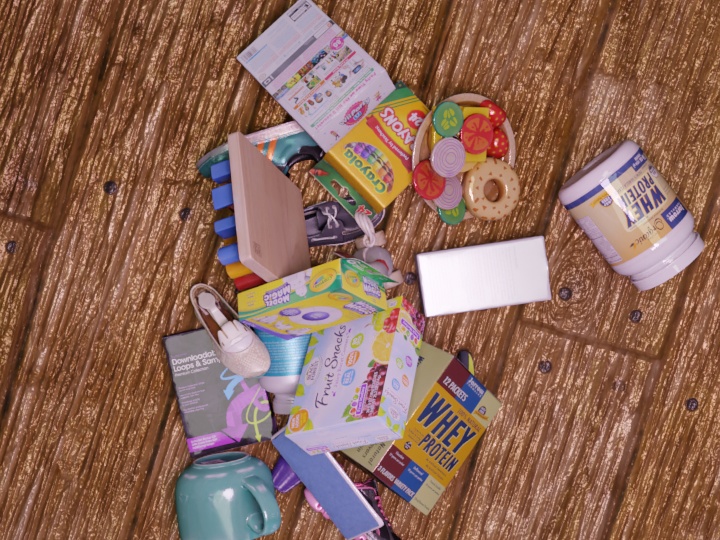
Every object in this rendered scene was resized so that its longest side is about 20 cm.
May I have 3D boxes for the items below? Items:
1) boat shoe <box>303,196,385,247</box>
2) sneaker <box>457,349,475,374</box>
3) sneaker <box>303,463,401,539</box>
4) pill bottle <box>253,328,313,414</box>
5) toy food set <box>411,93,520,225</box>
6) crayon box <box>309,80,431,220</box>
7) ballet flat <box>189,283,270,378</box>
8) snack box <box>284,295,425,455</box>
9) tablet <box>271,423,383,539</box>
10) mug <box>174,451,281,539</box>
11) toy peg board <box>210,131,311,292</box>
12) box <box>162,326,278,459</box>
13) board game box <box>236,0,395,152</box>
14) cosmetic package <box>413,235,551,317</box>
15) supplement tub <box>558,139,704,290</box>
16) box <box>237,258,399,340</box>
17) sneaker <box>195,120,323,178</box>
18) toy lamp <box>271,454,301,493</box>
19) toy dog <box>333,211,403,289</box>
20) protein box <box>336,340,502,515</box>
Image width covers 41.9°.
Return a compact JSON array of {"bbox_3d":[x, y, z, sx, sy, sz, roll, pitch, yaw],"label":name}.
[{"bbox_3d":[-0.056,-0.071,1.476,0.199,0.063,0.073,-14,91,-1],"label":"boat shoe"},{"bbox_3d":[0.121,0.215,1.488,0.081,0.074,0.200,24,90,1],"label":"sneaker"},{"bbox_3d":[0.010,0.382,1.497,0.200,0.079,0.095,38,80,-3],"label":"sneaker"},{"bbox_3d":[-0.108,0.117,1.459,0.110,0.111,0.201,-4,92,-1],"label":"pill bottle"},{"bbox_3d":[0.162,-0.170,1.446,0.197,0.049,0.201,-5,103,-28],"label":"toy food set"},{"bbox_3d":[0.034,-0.180,1.456,0.127,0.051,0.200,44,77,-3],"label":"crayon box"},{"bbox_3d":[-0.207,0.089,1.426,0.067,0.062,0.200,-37,49,-14],"label":"ballet flat"},{"bbox_3d":[-0.006,0.150,1.334,0.168,0.200,0.068,-17,132,36],"label":"snack box"},{"bbox_3d":[-0.052,0.312,1.409,0.014,0.130,0.200,-36,85,-35],"label":"tablet"},{"bbox_3d":[-0.193,0.342,1.441,0.184,0.152,0.115,-7,90,15],"label":"mug"},{"bbox_3d":[-0.160,-0.056,1.348,0.098,0.199,0.201,-18,63,17],"label":"toy peg board"},{"bbox_3d":[-0.222,0.185,1.498,0.143,0.036,0.201,-14,91,0],"label":"box"},{"bbox_3d":[-0.068,-0.300,1.427,0.148,0.064,0.200,-42,65,1],"label":"board game box"},{"bbox_3d":[0.190,0.008,1.479,0.199,0.071,0.102,-8,92,-1],"label":"cosmetic package"},{"bbox_3d":[0.416,-0.083,1.444,0.144,0.144,0.200,-39,92,1],"label":"supplement tub"},{"bbox_3d":[-0.055,0.039,1.288,0.200,0.117,0.049,-21,62,27],"label":"box"},{"bbox_3d":[-0.153,-0.171,1.466,0.199,0.071,0.080,-19,88,-2],"label":"sneaker"},{"bbox_3d":[-0.069,0.267,1.494,0.058,0.058,0.200,39,90,-2],"label":"toy lamp"},{"bbox_3d":[0.000,0.000,1.423,0.096,0.200,0.132,-22,76,9],"label":"toy dog"},{"bbox_3d":[0.058,0.210,1.385,0.135,0.200,0.199,44,77,-33],"label":"protein box"}]
